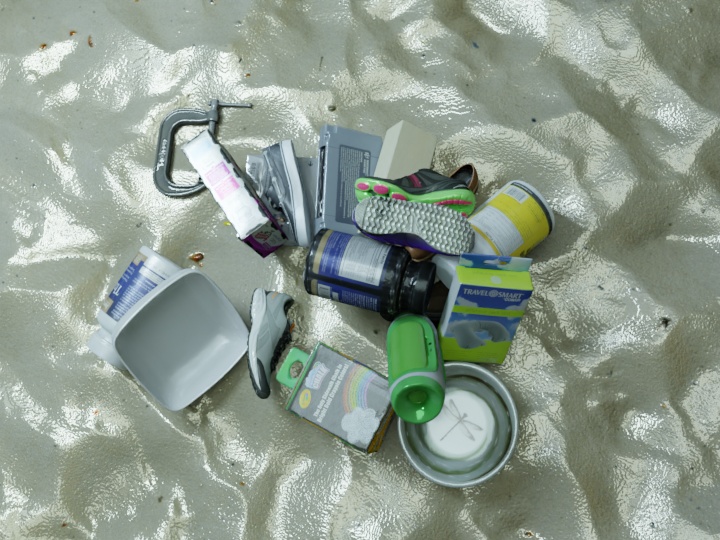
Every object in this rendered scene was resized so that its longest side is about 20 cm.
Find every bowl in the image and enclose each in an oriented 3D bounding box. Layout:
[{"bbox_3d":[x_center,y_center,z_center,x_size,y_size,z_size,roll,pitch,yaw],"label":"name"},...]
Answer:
[{"bbox_3d":[-0.307,0.108,1.408,0.200,0.201,0.074,-41,33,-15],"label":"bowl"}]

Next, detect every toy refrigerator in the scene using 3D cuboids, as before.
[{"bbox_3d":[0.063,-0.147,1.438,0.075,0.070,0.202,22,73,-21],"label":"toy refrigerator"}]

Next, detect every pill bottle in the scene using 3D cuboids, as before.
[{"bbox_3d":[0.017,0.007,1.338,0.198,0.112,0.113,14,80,11],"label":"pill bottle"},{"bbox_3d":[0.216,-0.050,1.372,0.199,0.112,0.112,-39,75,-16],"label":"pill bottle"},{"bbox_3d":[-0.388,0.067,1.456,0.110,0.111,0.201,31,84,13],"label":"pill bottle"}]

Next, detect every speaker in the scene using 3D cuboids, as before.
[{"bbox_3d":[0.084,0.145,1.288,0.087,0.201,0.089,0,119,0],"label":"speaker"}]

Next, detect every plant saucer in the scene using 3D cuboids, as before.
[{"bbox_3d":[0.159,0.252,1.367,0.197,0.050,0.203,-1,79,6],"label":"plant saucer"}]

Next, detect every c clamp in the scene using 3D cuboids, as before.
[{"bbox_3d":[-0.304,-0.230,1.550,0.169,0.027,0.202,9,79,10],"label":"c clamp"}]

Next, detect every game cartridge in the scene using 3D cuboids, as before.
[{"bbox_3d":[-0.014,-0.142,1.447,0.132,0.041,0.203,9,79,-36],"label":"game cartridge"}]

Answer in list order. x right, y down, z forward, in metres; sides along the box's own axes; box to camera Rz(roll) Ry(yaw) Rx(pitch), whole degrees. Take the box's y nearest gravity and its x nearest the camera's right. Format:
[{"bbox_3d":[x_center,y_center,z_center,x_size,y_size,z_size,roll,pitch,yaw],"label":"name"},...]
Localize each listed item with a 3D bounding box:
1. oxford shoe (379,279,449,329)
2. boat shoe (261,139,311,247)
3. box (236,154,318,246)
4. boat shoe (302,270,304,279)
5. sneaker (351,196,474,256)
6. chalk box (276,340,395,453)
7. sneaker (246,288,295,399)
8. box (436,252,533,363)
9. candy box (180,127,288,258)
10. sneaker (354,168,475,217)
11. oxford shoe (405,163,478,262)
[{"bbox_3d":[0.130,0.054,1.410,0.197,0.073,0.085,-3,71,-2],"label":"oxford shoe"},{"bbox_3d":[-0.131,-0.129,1.440,0.067,0.072,0.202,-14,74,3],"label":"boat shoe"},{"bbox_3d":[-0.114,-0.124,1.493,0.197,0.041,0.158,4,79,10],"label":"box"},{"bbox_3d":[0.000,0.000,1.444,0.197,0.071,0.070,0,51,12],"label":"boat shoe"},{"bbox_3d":[0.079,-0.069,1.307,0.198,0.099,0.070,15,81,-10],"label":"sneaker"},{"bbox_3d":[-0.040,0.200,1.373,0.199,0.124,0.125,27,85,13],"label":"chalk box"},{"bbox_3d":[-0.152,0.120,1.413,0.078,0.074,0.202,3,59,-2],"label":"sneaker"},{"bbox_3d":[0.194,0.064,1.321,0.120,0.201,0.048,4,43,-8],"label":"box"},{"bbox_3d":[-0.212,-0.129,1.419,0.061,0.136,0.201,-36,75,0],"label":"candy box"},{"bbox_3d":[0.088,-0.124,1.366,0.197,0.077,0.084,7,36,-3],"label":"sneaker"},{"bbox_3d":[0.134,-0.104,1.427,0.071,0.071,0.201,31,78,13],"label":"oxford shoe"}]
